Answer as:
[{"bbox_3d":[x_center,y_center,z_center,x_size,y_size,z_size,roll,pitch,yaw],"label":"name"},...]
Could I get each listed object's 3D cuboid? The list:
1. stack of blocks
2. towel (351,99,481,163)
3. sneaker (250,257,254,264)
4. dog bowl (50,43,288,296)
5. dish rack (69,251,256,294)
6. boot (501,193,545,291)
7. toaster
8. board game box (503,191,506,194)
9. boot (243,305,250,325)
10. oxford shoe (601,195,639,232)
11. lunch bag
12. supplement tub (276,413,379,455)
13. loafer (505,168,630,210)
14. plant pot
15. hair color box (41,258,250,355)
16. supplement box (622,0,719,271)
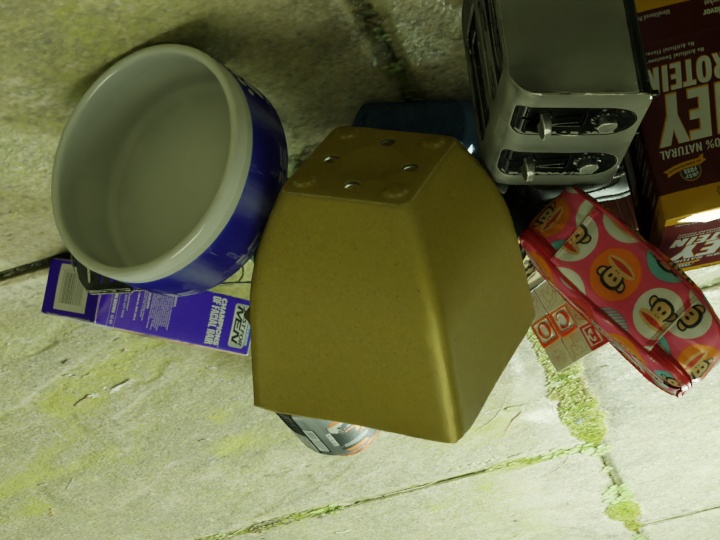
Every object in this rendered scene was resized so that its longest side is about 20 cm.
[{"bbox_3d":[0.257,0.016,1.717,0.199,0.116,0.059,-23,170,-43],"label":"stack of blocks"},{"bbox_3d":[0.087,-0.121,1.540,0.198,0.049,0.112,-3,152,-14],"label":"towel"},{"bbox_3d":[-0.116,-0.010,1.591,0.074,0.119,0.200,-31,170,-39],"label":"sneaker"},{"bbox_3d":[-0.161,-0.083,1.352,0.199,0.202,0.079,-24,153,25],"label":"dog bowl"},{"bbox_3d":[-0.169,-0.052,1.477,0.198,0.155,0.055,-4,177,-11],"label":"dish rack"},{"bbox_3d":[0.084,-0.005,1.508,0.200,0.073,0.150,-41,128,21],"label":"boot"},{"bbox_3d":[0.155,-0.185,1.298,0.117,0.202,0.181,-5,161,-5],"label":"toaster"},{"bbox_3d":[0.164,-0.042,1.677,0.199,0.029,0.135,-30,155,-4],"label":"board game box"},{"bbox_3d":[0.000,0.000,1.548,0.200,0.066,0.175,-50,147,12],"label":"boot"},{"bbox_3d":[0.243,-0.057,1.655,0.199,0.071,0.075,-13,175,-37],"label":"oxford shoe"},{"bbox_3d":[0.232,0.020,1.412,0.082,0.200,0.176,-46,168,2],"label":"lunch bag"},{"bbox_3d":[-0.042,0.149,1.948,0.121,0.124,0.200,-15,154,9],"label":"supplement tub"},{"bbox_3d":[0.229,-0.106,1.549,0.199,0.073,0.072,-32,158,-12],"label":"loafer"},{"bbox_3d":[0.019,-0.006,1.347,0.194,0.194,0.201,7,125,25],"label":"plant pot"},{"bbox_3d":[-0.218,0.039,1.684,0.199,0.065,0.109,13,176,-41],"label":"hair color box"},{"bbox_3d":[0.299,-0.123,1.405,0.132,0.202,0.197,-12,164,4],"label":"supplement box"}]
